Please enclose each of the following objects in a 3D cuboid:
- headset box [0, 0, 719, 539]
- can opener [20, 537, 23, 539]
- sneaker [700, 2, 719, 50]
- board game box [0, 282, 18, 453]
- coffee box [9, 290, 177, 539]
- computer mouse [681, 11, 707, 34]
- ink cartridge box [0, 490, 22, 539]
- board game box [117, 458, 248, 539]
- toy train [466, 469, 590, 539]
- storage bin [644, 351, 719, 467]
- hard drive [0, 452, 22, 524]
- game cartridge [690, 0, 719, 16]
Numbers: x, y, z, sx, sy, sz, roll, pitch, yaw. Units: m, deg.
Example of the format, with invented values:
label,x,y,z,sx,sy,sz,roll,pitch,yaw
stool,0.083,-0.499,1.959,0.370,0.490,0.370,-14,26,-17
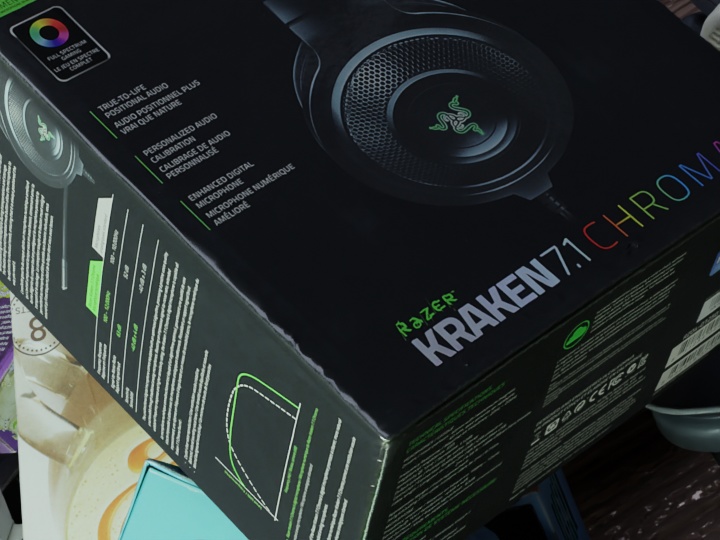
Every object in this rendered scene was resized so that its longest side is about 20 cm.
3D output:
label,x,y,z,sx,sy,sz,roll,pitch,yaw
headset box,-0.004,-0.033,0.726,0.174,0.093,0.200,-31,62,-31
can opener,-0.107,0.115,0.993,0.063,0.079,0.200,18,33,11
sneaker,0.226,-0.062,0.942,0.199,0.075,0.084,32,46,23
board game box,-0.186,0.029,1.130,0.199,0.032,0.120,-6,43,49
coffee box,-0.041,0.084,0.806,0.114,0.080,0.202,-9,76,14
computer mouse,0.067,-0.110,1.121,0.199,0.053,0.138,9,17,25
ink cartridge box,-0.212,0.121,1.011,0.198,0.068,0.116,-1,44,13
board game box,-0.024,0.175,0.715,0.150,0.047,0.201,20,86,18
toy train,-0.009,0.123,0.899,0.199,0.087,0.114,-18,27,13
storage bin,0.177,0.025,0.838,0.145,0.135,0.200,-7,36,32
hard drive,-0.227,0.145,1.095,0.139,0.038,0.200,2,42,41
game cartridge,0.238,-0.116,1.054,0.133,0.041,0.200,-37,46,-8
